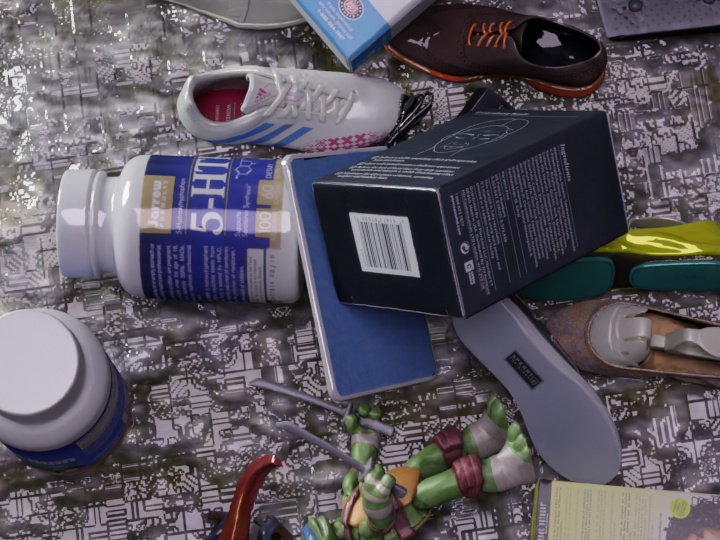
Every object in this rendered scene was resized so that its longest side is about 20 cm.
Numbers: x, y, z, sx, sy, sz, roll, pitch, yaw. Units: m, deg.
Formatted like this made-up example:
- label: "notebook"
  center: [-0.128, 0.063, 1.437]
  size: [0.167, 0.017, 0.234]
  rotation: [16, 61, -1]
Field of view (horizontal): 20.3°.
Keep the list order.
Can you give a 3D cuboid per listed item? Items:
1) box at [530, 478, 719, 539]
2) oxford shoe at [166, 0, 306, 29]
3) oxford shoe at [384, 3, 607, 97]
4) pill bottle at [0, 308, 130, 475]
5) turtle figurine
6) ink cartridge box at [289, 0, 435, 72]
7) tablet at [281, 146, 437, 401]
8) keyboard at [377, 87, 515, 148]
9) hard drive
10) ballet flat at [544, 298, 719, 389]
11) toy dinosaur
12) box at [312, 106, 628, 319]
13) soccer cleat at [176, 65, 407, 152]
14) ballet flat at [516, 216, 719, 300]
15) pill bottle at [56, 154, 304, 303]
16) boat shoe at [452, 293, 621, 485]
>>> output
- label: "box"
  center: [0.238, 0.215, 1.630]
  size: [0.199, 0.050, 0.076]
  rotation: [3, 76, 3]
- label: "oxford shoe"
  center: [-0.122, -0.259, 1.756]
  size: [0.199, 0.058, 0.076]
  rotation: [13, 74, 3]
- label: "oxford shoe"
  center: [0.115, -0.201, 1.726]
  size: [0.199, 0.073, 0.072]
  rotation: [8, 77, 4]
- label: "pill bottle"
  center: [-0.249, 0.094, 1.595]
  size: [0.111, 0.200, 0.113]
  rotation: [0, 75, 2]
- label: "turtle figurine"
  center: [0.028, 0.142, 1.608]
  size: [0.193, 0.144, 0.201]
  rotation: [-19, 80, -7]
- label: "ink cartridge box"
  center: [0.021, -0.289, 1.689]
  size: [0.200, 0.084, 0.145]
  rotation: [-41, 87, 0]
- label: "tablet"
  center: [0.000, 0.000, 1.641]
  size: [0.014, 0.130, 0.201]
  rotation: [-14, 87, 43]
- label: "keyboard"
  center: [0.057, -0.073, 1.707]
  size: [0.127, 0.021, 0.200]
  rotation: [37, 79, -7]
- label: "hard drive"
  center: [0.261, -0.298, 1.763]
  size: [0.134, 0.042, 0.201]
  rotation: [-6, 76, 0]
- label: "ballet flat"
  center: [0.251, 0.057, 1.661]
  size: [0.199, 0.067, 0.069]
  rotation: [7, 76, 3]
- label: "toy dinosaur"
  center: [-0.135, 0.263, 1.583]
  size: [0.104, 0.201, 0.182]
  rotation: [15, 44, 20]
- label: "box"
  center: [0.089, -0.050, 1.598]
  size: [0.199, 0.148, 0.108]
  rotation: [-26, 111, -36]
- label: "soccer cleat"
  center: [-0.058, -0.139, 1.708]
  size: [0.199, 0.086, 0.070]
  rotation: [-2, 76, 1]
- label: "ballet flat"
  center: [0.216, -0.015, 1.689]
  size: [0.199, 0.067, 0.067]
  rotation: [-2, 55, -2]
- label: "pill bottle"
  center: [-0.146, -0.036, 1.667]
  size: [0.199, 0.120, 0.121]
  rotation: [2, 76, 2]
- label: "boat shoe"
  center: [0.148, 0.087, 1.654]
  size: [0.070, 0.066, 0.200]
  rotation: [-39, 98, 24]
